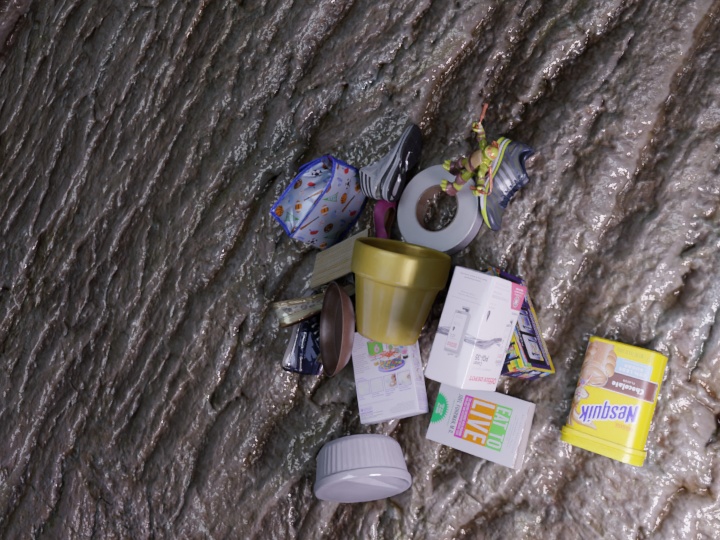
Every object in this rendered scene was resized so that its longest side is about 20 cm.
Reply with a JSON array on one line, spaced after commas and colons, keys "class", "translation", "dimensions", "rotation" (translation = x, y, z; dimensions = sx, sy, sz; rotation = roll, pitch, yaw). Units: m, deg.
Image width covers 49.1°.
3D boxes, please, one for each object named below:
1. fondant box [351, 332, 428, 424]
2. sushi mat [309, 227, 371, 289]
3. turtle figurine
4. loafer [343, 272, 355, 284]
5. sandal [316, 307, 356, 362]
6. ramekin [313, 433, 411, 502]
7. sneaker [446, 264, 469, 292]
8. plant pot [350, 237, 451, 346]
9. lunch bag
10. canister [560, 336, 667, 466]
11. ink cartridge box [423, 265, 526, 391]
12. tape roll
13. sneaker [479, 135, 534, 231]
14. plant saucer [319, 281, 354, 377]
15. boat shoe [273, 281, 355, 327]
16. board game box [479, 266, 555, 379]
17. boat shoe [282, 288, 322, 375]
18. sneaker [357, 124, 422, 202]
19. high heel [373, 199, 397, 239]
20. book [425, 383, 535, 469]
[{"class": "fondant box", "translation": [0.060, 0.220, 1.706], "dimensions": [0.144, 0.058, 0.201], "rotation": [-17, 71, 28]}, {"class": "sushi mat", "translation": [-0.047, -0.025, 1.780], "dimensions": [0.200, 0.012, 0.096], "rotation": [-24, 48, 47]}, {"class": "turtle figurine", "translation": [0.234, -0.227, 1.618], "dimensions": [0.161, 0.064, 0.201], "rotation": [-27, 59, 54]}, {"class": "loafer", "translation": [0.000, 0.000, 1.787], "dimensions": [0.199, 0.070, 0.070], "rotation": [21, 92, 35]}, {"class": "sandal", "translation": [-0.034, 0.124, 1.775], "dimensions": [0.054, 0.080, 0.200], "rotation": [38, 95, 22]}, {"class": "ramekin", "translation": [0.001, 0.407, 1.626], "dimensions": [0.202, 0.202, 0.095], "rotation": [-23, 57, 27]}, {"class": "sneaker", "translation": [0.218, 0.075, 1.624], "dimensions": [0.075, 0.078, 0.201], "rotation": [-35, 62, 22]}, {"class": "plant pot", "translation": [0.071, 0.044, 1.607], "dimensions": [0.200, 0.200, 0.190], "rotation": [17, 102, 34]}, {"class": "lunch bag", "translation": [-0.082, -0.165, 1.819], "dimensions": [0.200, 0.170, 0.124], "rotation": [-50, 59, 15]}, {"class": "canister", "translation": [0.460, 0.233, 1.428], "dimensions": [0.148, 0.086, 0.201], "rotation": [14, 85, 34]}, {"class": "ink cartridge box", "translation": [0.203, 0.106, 1.385], "dimensions": [0.083, 0.146, 0.201], "rotation": [17, 91, 35]}, {"class": "tape roll", "translation": [0.174, -0.131, 1.724], "dimensions": [0.202, 0.037, 0.204], "rotation": [-8, 75, 32]}, {"class": "sneaker", "translation": [0.303, -0.179, 1.632], "dimensions": [0.081, 0.074, 0.201], "rotation": [11, 87, 31]}, {"class": "plant saucer", "translation": [-0.047, 0.124, 1.661], "dimensions": [0.200, 0.036, 0.201], "rotation": [-176, 90, -74]}, {"class": "boat shoe", "translation": [-0.098, 0.066, 1.784], "dimensions": [0.199, 0.073, 0.063], "rotation": [-22, 82, -15]}, {"class": "board game box", "translation": [0.292, 0.105, 1.516], "dimensions": [0.057, 0.165, 0.201], "rotation": [-25, 67, 26]}, {"class": "boat shoe", "translation": [-0.108, 0.149, 1.833], "dimensions": [0.092, 0.075, 0.201], "rotation": [16, 89, 20]}, {"class": "sneaker", "translation": [0.057, -0.250, 1.778], "dimensions": [0.115, 0.076, 0.201], "rotation": [12, 66, 32]}, {"class": "high heel", "translation": [0.070, -0.091, 1.757], "dimensions": [0.096, 0.067, 0.201], "rotation": [12, 73, 30]}, {"class": "book", "translation": [0.240, 0.303, 1.583], "dimensions": [0.199, 0.048, 0.134], "rotation": [12, 82, 36]}]
